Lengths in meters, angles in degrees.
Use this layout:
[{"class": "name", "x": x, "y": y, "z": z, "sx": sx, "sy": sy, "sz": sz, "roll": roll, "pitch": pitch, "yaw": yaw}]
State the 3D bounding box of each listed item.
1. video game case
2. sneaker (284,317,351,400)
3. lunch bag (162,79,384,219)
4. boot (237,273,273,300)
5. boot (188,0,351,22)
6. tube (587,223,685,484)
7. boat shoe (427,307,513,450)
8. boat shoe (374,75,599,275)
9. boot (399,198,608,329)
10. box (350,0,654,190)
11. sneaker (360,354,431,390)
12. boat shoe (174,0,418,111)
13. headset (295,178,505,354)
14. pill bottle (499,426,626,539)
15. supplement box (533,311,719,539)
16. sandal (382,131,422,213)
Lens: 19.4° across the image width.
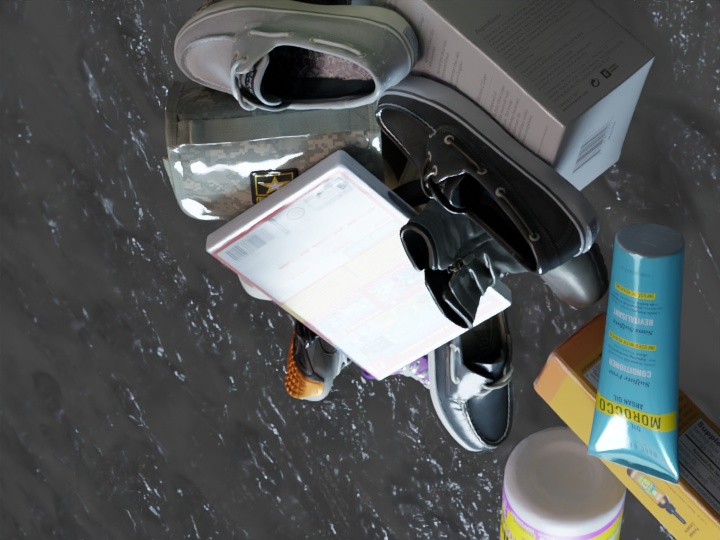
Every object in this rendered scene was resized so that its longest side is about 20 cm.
[{"class": "video game case", "x": 0.000, "y": 0.000, "z": 1.619, "sx": 0.143, "sy": 0.018, "sz": 0.200, "roll": -31, "pitch": 127, "yaw": 30}, {"class": "sneaker", "x": -0.012, "y": 0.050, "z": 1.852, "sx": 0.091, "sy": 0.200, "sz": 0.076, "roll": 14, "pitch": 121, "yaw": -3}, {"class": "lunch bag", "x": -0.065, "y": -0.100, "z": 1.627, "sx": 0.200, "sy": 0.162, "sz": 0.119, "roll": -100, "pitch": 6, "yaw": -87}, {"class": "boot", "x": -0.070, "y": -0.087, "z": 1.771, "sx": 0.072, "sy": 0.201, "sz": 0.145, "roll": 4, "pitch": 140, "yaw": 1}, {"class": "boot", "x": -0.082, "y": -0.203, "z": 1.655, "sx": 0.203, "sy": 0.153, "sz": 0.074, "roll": -10, "pitch": 109, "yaw": 58}, {"class": "tube", "x": 0.209, "y": 0.064, "z": 1.570, "sx": 0.077, "sy": 0.050, "sz": 0.201, "roll": 21, "pitch": 126, "yaw": 33}, {"class": "boat shoe", "x": 0.096, "y": 0.070, "z": 1.785, "sx": 0.060, "sy": 0.075, "sz": 0.201, "roll": 15, "pitch": 132, "yaw": 49}, {"class": "boat shoe", "x": 0.075, "y": -0.067, "z": 1.457, "sx": 0.200, "sy": 0.056, "sz": 0.069, "roll": 37, "pitch": 150, "yaw": 30}, {"class": "boot", "x": 0.102, "y": -0.006, "z": 1.588, "sx": 0.067, "sy": 0.131, "sz": 0.200, "roll": 10, "pitch": 147, "yaw": 45}, {"class": "box", "x": 0.094, "y": -0.152, "z": 1.498, "sx": 0.200, "sy": 0.097, "sz": 0.125, "roll": 44, "pitch": 152, "yaw": 18}, {"class": "sneaker", "x": 0.050, "y": 0.080, "z": 1.835, "sx": 0.072, "sy": 0.114, "sz": 0.202, "roll": 14, "pitch": 135, "yaw": 50}, {"class": "boat shoe", "x": -0.058, "y": -0.149, "z": 1.494, "sx": 0.199, "sy": 0.072, "sz": 0.070, "roll": 2, "pitch": 126, "yaw": 31}, {"class": "headset", "x": 0.027, "y": -0.004, "z": 1.697, "sx": 0.123, "sy": 0.199, "sz": 0.094, "roll": 43, "pitch": -160, "yaw": -32}, {"class": "pill bottle", "x": 0.172, "y": 0.232, "z": 1.825, "sx": 0.104, "sy": 0.104, "sz": 0.201, "roll": 38, "pitch": 150, "yaw": 29}, {"class": "supplement box", "x": 0.230, "y": 0.131, "z": 1.654, "sx": 0.200, "sy": 0.069, "sz": 0.067, "roll": 49, "pitch": 154, "yaw": 14}, {"class": "sandal", "x": 0.029, "y": -0.054, "z": 1.767, "sx": 0.078, "sy": 0.069, "sz": 0.213, "roll": 56, "pitch": 137, "yaw": 34}]
